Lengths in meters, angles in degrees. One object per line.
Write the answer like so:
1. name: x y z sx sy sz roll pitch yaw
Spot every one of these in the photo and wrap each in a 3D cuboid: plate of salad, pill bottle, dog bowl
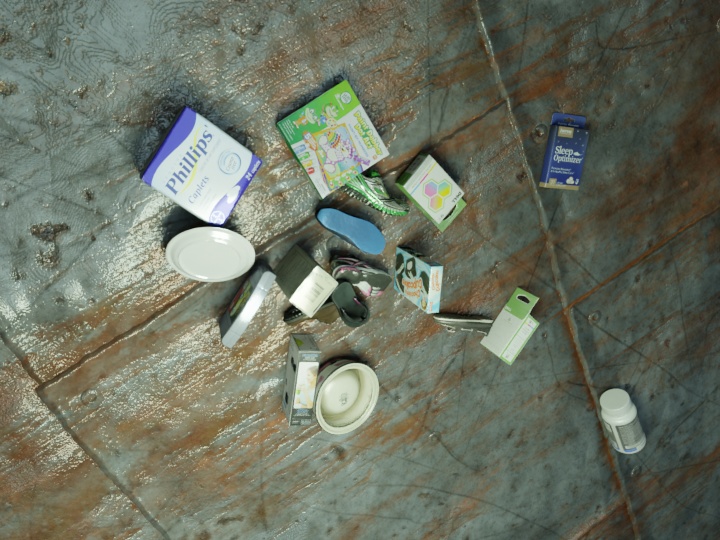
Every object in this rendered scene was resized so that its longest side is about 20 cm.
1. plate of salad: -0.339 -0.040 1.300 0.196 0.049 0.202 -5 145 -4
2. pill bottle: 0.876 0.503 1.918 0.113 0.114 0.202 -32 114 -9
3. dog bowl: -0.050 0.326 1.521 0.197 0.073 0.204 -12 112 -32

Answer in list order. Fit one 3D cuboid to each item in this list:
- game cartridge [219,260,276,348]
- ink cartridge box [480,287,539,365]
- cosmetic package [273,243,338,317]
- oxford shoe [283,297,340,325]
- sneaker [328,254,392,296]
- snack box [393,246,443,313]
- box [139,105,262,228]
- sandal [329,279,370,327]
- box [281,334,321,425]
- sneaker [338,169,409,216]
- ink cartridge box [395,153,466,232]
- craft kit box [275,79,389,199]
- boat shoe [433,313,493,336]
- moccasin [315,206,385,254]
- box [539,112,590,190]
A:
1. game cartridge: -0.270 0.077 1.350 0.041 0.133 0.202 31 93 -26
2. ink cartridge box: 0.446 0.160 1.660 0.059 0.104 0.202 33 92 -26
3. cosmetic package: -0.135 0.020 1.346 0.071 0.200 0.106 40 91 -26
4. oxford shoe: -0.099 0.108 1.458 0.197 0.073 0.086 -19 115 -14
5. sneaker: 0.000 0.000 1.462 0.080 0.087 0.198 -46 140 20
6. snack box: 0.143 0.019 1.451 0.036 0.200 0.119 -3 107 -21
7. box: -0.347 -0.223 1.248 0.199 0.105 0.186 33 92 -25
8. sandal: -0.020 0.097 1.432 0.075 0.048 0.201 -45 143 -6
9. box: -0.153 0.277 1.464 0.059 0.117 0.204 5 105 -19
10. sneaker: 0.044 -0.196 1.418 0.198 0.078 0.086 25 95 -24
11. ink cartridge box: 0.195 -0.194 1.476 0.200 0.059 0.104 42 88 -25
12. craft kit box: -0.064 -0.304 1.339 0.196 0.048 0.202 -35 99 -11
13. boat shoe: 0.292 0.159 1.623 0.196 0.067 0.058 5 100 -25
14. moccasin: -0.024 -0.108 1.426 0.198 0.068 0.081 33 85 -27
15. box: 0.575 -0.332 1.605 0.119 0.032 0.204 1 104 -21
